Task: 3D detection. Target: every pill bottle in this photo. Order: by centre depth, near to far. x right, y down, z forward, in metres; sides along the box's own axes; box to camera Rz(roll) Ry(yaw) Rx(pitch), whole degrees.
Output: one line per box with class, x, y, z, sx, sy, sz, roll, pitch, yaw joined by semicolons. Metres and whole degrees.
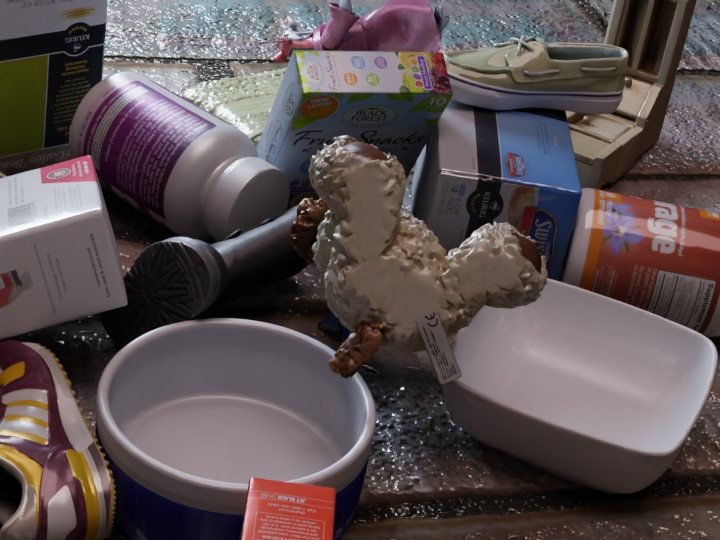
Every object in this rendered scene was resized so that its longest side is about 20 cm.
pill bottle;0.283;-0.003;1.369;0.199;0.113;0.112;11;32;1
pill bottle;-0.164;-0.096;1.392;0.200;0.113;0.112;31;37;30

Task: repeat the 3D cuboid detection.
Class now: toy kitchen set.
toy kitchen set;0.232;-0.214;1.621;0.163;0.181;0.200;22;30;21

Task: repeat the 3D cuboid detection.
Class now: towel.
towel;-0.076;-0.171;1.606;0.199;0.037;0.148;-15;39;-34

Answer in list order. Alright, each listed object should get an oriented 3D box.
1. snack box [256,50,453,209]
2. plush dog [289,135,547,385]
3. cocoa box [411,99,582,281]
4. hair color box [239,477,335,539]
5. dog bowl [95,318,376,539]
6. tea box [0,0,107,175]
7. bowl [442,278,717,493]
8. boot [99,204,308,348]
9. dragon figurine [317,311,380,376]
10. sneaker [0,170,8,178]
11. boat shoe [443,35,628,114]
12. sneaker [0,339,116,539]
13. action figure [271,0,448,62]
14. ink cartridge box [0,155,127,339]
snack box;-0.014;-0.124;1.399;0.142;0.200;0.053;-3;62;-20
plush dog;0.024;0.006;1.173;0.199;0.161;0.172;29;0;-5
cocoa box;0.122;-0.074;1.415;0.131;0.134;0.200;9;31;-4
hair color box;-0.054;0.230;0.920;0.061;0.102;0.200;8;31;-4
dog bowl;-0.092;0.122;1.099;0.199;0.079;0.200;7;32;-4
tea box;-0.357;-0.199;1.421;0.199;0.198;0.134;-15;40;-35
bowl;0.173;0.096;1.219;0.199;0.075;0.200;20;34;16
boot;-0.096;-0.008;1.248;0.199;0.165;0.066;-20;87;-40
dragon figurine;0.000;0.000;1.297;0.059;0.100;0.200;9;32;-1
sneaker;-0.380;-0.054;1.321;0.200;0.076;0.115;6;23;-21
boat shoe;0.156;-0.190;1.424;0.199;0.062;0.072;1;31;-18
sneaker;-0.245;0.117;1.069;0.090;0.075;0.200;-6;34;-33
action figure;-0.009;-0.258;1.736;0.199;0.134;0.150;-20;83;-22
ink cartridge box;-0.291;-0.008;1.178;0.199;0.084;0.145;-15;25;-7
